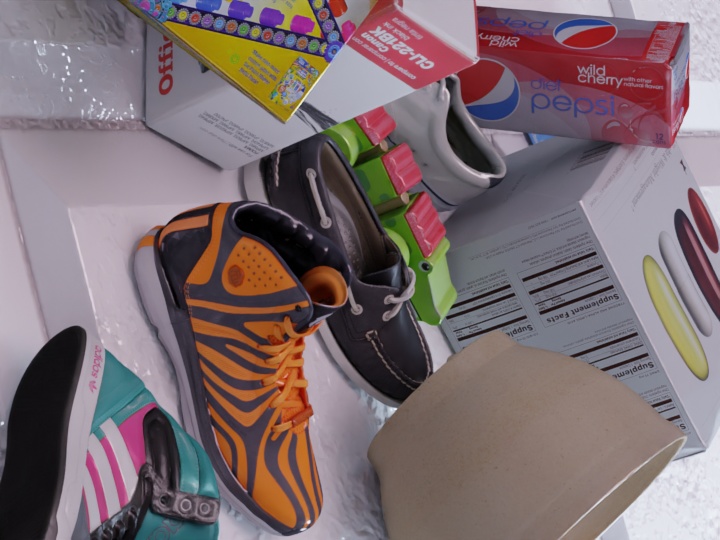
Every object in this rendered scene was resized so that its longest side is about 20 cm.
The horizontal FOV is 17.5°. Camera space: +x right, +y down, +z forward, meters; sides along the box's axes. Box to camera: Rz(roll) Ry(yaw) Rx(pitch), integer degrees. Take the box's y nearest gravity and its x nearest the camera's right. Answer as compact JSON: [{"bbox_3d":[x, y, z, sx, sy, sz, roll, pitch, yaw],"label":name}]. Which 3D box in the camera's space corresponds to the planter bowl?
[{"bbox_3d":[0.089,0.125,1.475,0.135,0.201,0.200,47,28,14],"label":"planter bowl"}]

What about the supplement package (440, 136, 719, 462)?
[{"bbox_3d":[0.169,0.020,1.672,0.201,0.146,0.191,61,32,-14],"label":"supplement package"}]

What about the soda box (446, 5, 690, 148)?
[{"bbox_3d":[0.129,-0.138,1.639,0.064,0.198,0.071,-58,149,-52],"label":"soda box"}]

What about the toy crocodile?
[{"bbox_3d":[0.015,-0.057,1.552,0.201,0.061,0.068,64,32,-13],"label":"toy crocodile"}]

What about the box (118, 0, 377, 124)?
[{"bbox_3d":[-0.068,-0.220,1.304,0.122,0.193,0.200,37,0,-39],"label":"box"}]

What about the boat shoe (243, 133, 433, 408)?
[{"bbox_3d":[0.000,0.000,1.499,0.201,0.060,0.074,60,32,-18],"label":"boat shoe"}]

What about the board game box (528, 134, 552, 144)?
[{"bbox_3d":[0.200,-0.078,1.879,0.201,0.036,0.151,64,32,-10],"label":"board game box"}]

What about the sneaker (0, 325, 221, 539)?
[{"bbox_3d":[-0.133,0.138,1.203,0.121,0.083,0.201,38,42,-28],"label":"sneaker"}]

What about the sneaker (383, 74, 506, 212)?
[{"bbox_3d":[0.030,-0.128,1.604,0.200,0.070,0.073,49,38,-28],"label":"sneaker"}]

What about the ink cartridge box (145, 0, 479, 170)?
[{"bbox_3d":[-0.034,-0.166,1.404,0.083,0.199,0.145,26,52,-44],"label":"ink cartridge box"}]

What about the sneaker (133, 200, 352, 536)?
[{"bbox_3d":[-0.048,0.054,1.345,0.078,0.111,0.201,-40,108,-57],"label":"sneaker"}]
